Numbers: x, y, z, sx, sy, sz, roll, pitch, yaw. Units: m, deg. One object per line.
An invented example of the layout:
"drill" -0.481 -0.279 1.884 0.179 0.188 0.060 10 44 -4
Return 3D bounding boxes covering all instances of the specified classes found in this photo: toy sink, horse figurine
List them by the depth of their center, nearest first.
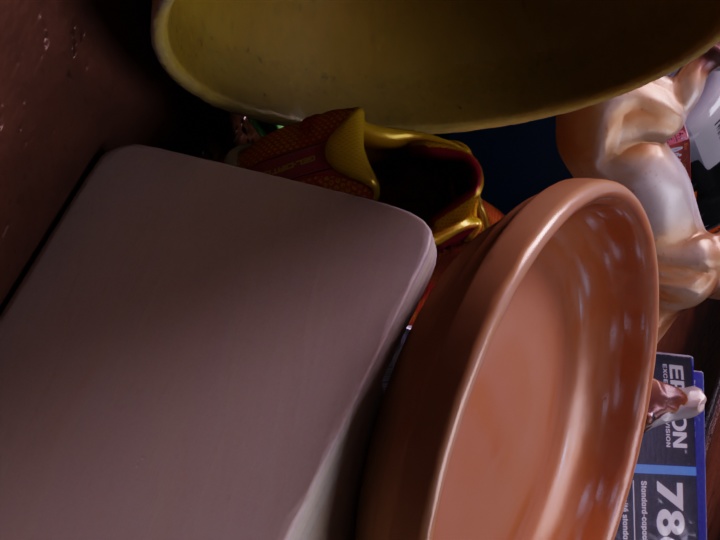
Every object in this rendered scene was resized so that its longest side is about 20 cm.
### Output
"toy sink" -0.060 0.078 0.572 0.200 0.130 0.112 -64 156 -26
"horse figurine" 0.129 -0.041 0.700 0.050 0.132 0.200 -154 -133 -75

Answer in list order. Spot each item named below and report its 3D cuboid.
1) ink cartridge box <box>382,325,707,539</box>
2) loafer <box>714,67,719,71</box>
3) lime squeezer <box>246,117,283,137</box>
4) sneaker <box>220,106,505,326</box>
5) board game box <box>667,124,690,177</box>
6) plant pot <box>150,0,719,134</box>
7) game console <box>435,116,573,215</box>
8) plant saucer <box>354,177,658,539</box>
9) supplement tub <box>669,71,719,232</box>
"ink cartridge box" 0.085 0.080 0.712 0.200 0.039 0.100 6 78 -36
"loafer" 0.149 -0.197 0.898 0.070 0.070 0.200 -19 86 -34
"lime squeezer" 0.000 0.000 0.726 0.200 0.038 0.071 65 -4 -20
"sneaker" 0.025 -0.015 0.673 0.200 0.077 0.073 11 65 -63
"board game box" 0.129 -0.129 0.871 0.103 0.019 0.200 59 15 -66
"plant pot" 0.024 -0.148 0.587 0.200 0.200 0.142 38 44 -66
"game console" 0.088 -0.079 0.831 0.171 0.118 0.200 -40 140 -53
"plant saucer" 0.051 0.064 0.594 0.200 0.037 0.201 -38 135 -51
"supplement tub" 0.179 -0.094 1.029 0.123 0.122 0.200 -70 156 -11
